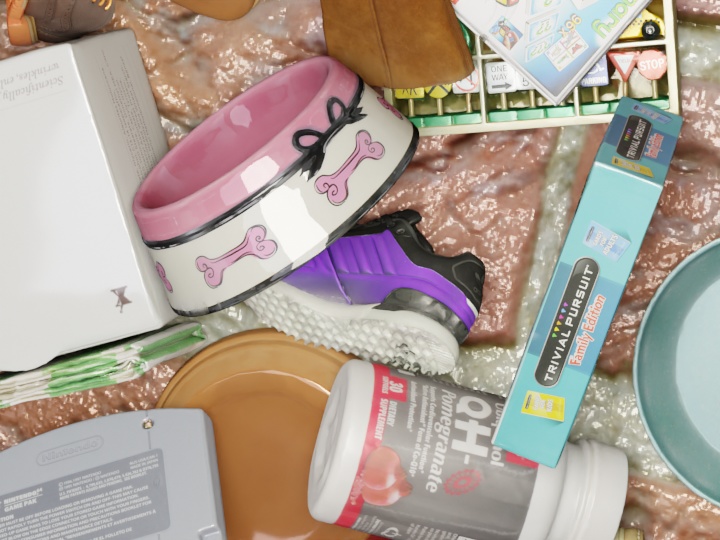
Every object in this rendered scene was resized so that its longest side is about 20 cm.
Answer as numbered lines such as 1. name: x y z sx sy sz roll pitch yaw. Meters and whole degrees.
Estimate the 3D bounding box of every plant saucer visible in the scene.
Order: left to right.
1. plant saucer: -0.060 0.142 1.768 0.199 0.037 0.202 2 100 13
2. plant saucer: 0.281 0.066 1.674 0.198 0.036 0.202 3 101 13

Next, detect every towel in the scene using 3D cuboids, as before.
1. towel: -0.215 0.075 1.731 0.199 0.153 0.024 -16 93 14

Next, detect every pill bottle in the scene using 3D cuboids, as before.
1. pill bottle: 0.072 0.135 1.684 0.199 0.111 0.111 14 104 -8

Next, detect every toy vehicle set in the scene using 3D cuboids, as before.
1. toy vehicle set: 0.111 -0.158 1.675 0.198 0.027 0.125 -4 100 14

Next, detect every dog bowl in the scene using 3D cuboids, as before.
1. dog bowl: -0.063 -0.061 1.639 0.199 0.200 0.074 -31 108 17

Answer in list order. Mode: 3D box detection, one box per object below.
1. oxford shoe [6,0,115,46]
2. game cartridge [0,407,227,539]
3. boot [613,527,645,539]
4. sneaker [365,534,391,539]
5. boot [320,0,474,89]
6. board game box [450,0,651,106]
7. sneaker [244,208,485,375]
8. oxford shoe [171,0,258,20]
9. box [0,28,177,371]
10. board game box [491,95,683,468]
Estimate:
1. oxford shoe: -0.197 -0.195 1.660 0.072 0.200 0.072 1 85 -7
2. game cartridge: -0.190 0.167 1.724 0.199 0.041 0.134 -16 56 9
3. boot: 0.249 0.258 1.698 0.154 0.073 0.201 -11 100 15
4. sneaker: 0.024 0.236 1.760 0.199 0.116 0.079 -13 54 -7
5. boot: -0.028 -0.212 1.638 0.187 0.069 0.201 2 131 23
6. board game box: 0.147 -0.222 1.622 0.126 0.035 0.200 43 106 4
7. sneaker: 0.000 0.000 1.715 0.199 0.070 0.100 17 65 29
8. oxford shoe: -0.141 -0.212 1.658 0.071 0.072 0.200 -38 131 25
9. box: -0.234 -0.042 1.725 0.198 0.131 0.201 -15 97 15
10. board game box: 0.146 0.005 1.619 0.047 0.151 0.201 20 112 5
